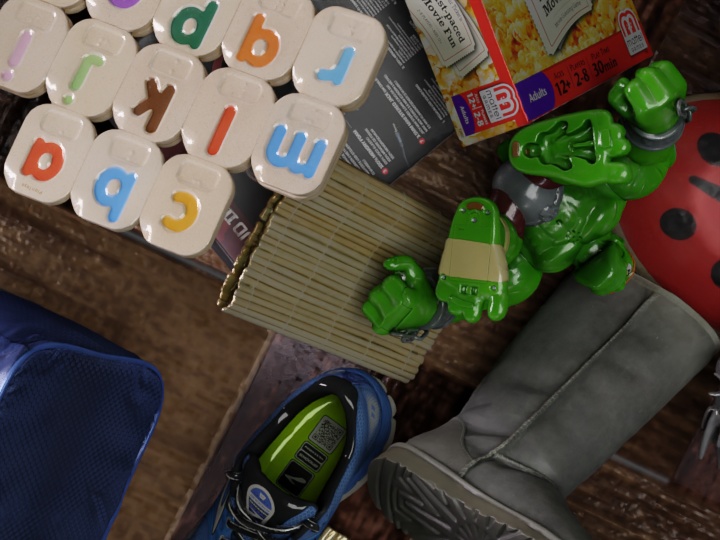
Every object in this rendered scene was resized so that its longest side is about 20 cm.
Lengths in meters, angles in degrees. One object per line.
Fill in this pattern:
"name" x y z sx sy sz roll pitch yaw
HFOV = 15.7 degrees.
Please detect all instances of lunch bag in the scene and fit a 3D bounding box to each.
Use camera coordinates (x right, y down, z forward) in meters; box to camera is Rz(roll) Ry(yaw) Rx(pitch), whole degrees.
"lunch bag" -0.212 0.106 1.347 0.136 0.132 0.200 22 92 -56

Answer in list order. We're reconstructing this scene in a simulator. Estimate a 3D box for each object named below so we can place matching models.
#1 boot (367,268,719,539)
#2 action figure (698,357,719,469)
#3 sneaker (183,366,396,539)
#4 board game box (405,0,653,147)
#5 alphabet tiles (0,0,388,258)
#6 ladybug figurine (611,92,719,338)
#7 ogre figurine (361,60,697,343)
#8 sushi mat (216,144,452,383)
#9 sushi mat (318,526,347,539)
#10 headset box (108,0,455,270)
"boot" 0.125 0.095 1.388 0.182 0.073 0.200 39 50 24
"action figure" 0.267 0.072 1.441 0.200 0.069 0.130 14 123 -36
"sneaker" -0.056 0.135 1.406 0.078 0.089 0.200 29 87 14
"board game box" 0.068 -0.181 1.363 0.046 0.151 0.200 -18 98 35
"alphabet tiles" -0.091 -0.110 1.320 0.200 0.015 0.196 21 80 17
"ladybug figurine" 0.228 -0.025 1.462 0.200 0.072 0.136 23 93 -14
"ogre figurine" 0.101 -0.034 1.384 0.098 0.120 0.200 34 100 19
"sushi mat" 0.000 0.000 1.381 0.096 0.012 0.200 -60 148 3
"sushi mat" -0.040 0.246 1.465 0.096 0.012 0.200 38 89 -13
"headset box" -0.045 -0.096 1.392 0.200 0.075 0.149 -40 104 -4
